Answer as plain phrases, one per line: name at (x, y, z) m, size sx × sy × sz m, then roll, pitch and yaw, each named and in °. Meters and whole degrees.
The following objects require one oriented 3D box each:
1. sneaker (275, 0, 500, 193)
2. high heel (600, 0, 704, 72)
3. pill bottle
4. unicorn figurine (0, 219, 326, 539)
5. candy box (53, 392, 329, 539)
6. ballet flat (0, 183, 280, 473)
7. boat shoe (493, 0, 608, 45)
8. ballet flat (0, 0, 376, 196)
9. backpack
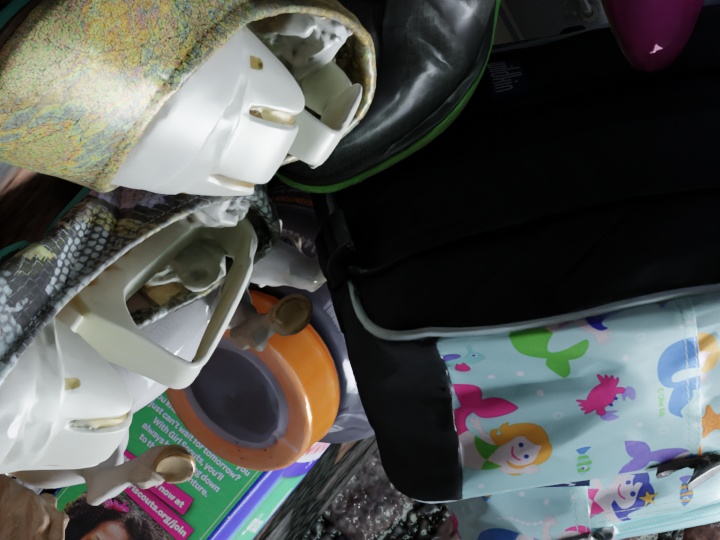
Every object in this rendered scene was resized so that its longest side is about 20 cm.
sneaker at (0.024, -0.115, 0.784) m, size 0.201 × 0.077 × 0.084 m, roll -55°, pitch 156°, yaw 8°
high heel at (0.127, -0.154, 0.841) m, size 0.067 × 0.096 × 0.201 m, roll 47°, pitch 42°, yaw -48°
pill bottle at (0.000, 0.000, 1.059) m, size 0.200 × 0.106 × 0.106 m, roll -44°, pitch 171°, yaw -45°
unicorn figurine at (-0.065, 0.022, 0.883) m, size 0.199 × 0.074 × 0.137 m, roll -31°, pitch -170°, yaw -20°
candy box at (-0.073, 0.091, 1.199) m, size 0.200 × 0.077 × 0.169 m, roll -52°, pitch 174°, yaw -4°
ballet flat at (-0.082, 0.017, 0.734) m, size 0.200 × 0.072 × 0.072 m, roll -44°, pitch 171°, yaw -49°
boat shoe at (0.103, -0.067, 0.954) m, size 0.071 × 0.201 × 0.070 m, roll -24°, pitch -159°, yaw 31°
ballet flat at (-0.038, -0.049, 0.673) m, size 0.071 × 0.071 × 0.200 m, roll -52°, pitch 174°, yaw 15°
backpack at (0.092, -0.004, 0.858) m, size 0.199 × 0.151 × 0.178 m, roll -17°, pitch -144°, yaw 2°
